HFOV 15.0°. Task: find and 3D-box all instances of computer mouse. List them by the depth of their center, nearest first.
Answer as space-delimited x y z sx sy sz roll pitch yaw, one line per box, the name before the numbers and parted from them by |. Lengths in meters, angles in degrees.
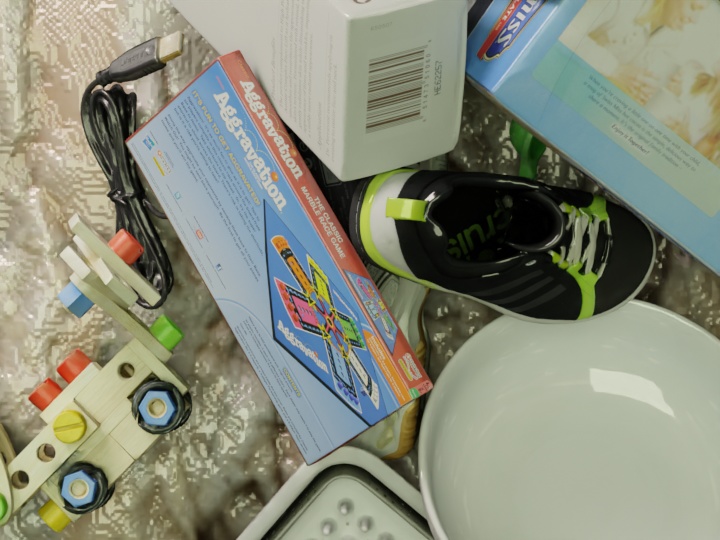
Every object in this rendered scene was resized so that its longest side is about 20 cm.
computer mouse | -0.064 -0.066 1.467 0.199 0.046 0.141 -15 93 40

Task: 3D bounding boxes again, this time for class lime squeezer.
lime squeezer | 0.079 -0.091 1.485 0.070 0.038 0.201 -10 93 5

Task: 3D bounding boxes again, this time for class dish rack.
dish rack | -0.010 0.208 1.493 0.171 0.044 0.200 40 100 -3

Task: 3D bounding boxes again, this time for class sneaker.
sneaker | 0.086 -0.011 1.396 0.199 0.083 0.072 6 87 -35
sneaker | 0.000 0.000 1.477 0.087 0.076 0.201 9 92 6

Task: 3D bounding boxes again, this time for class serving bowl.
serving bowl | 0.125 0.115 1.454 0.199 0.066 0.201 2 63 -5

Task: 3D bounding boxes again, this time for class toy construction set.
toy construction set | -0.170 0.064 1.493 0.131 0.092 0.200 45 106 2

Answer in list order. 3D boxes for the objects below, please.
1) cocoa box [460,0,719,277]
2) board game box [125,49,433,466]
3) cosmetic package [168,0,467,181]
cocoa box | 0.159 -0.099 1.398 0.200 0.131 0.134 36 96 -21
board game box | -0.044 -0.005 1.419 0.103 0.019 0.201 -35 83 50
cosmetic package | -0.027 -0.142 1.404 0.074 0.200 0.102 -16 132 -24
